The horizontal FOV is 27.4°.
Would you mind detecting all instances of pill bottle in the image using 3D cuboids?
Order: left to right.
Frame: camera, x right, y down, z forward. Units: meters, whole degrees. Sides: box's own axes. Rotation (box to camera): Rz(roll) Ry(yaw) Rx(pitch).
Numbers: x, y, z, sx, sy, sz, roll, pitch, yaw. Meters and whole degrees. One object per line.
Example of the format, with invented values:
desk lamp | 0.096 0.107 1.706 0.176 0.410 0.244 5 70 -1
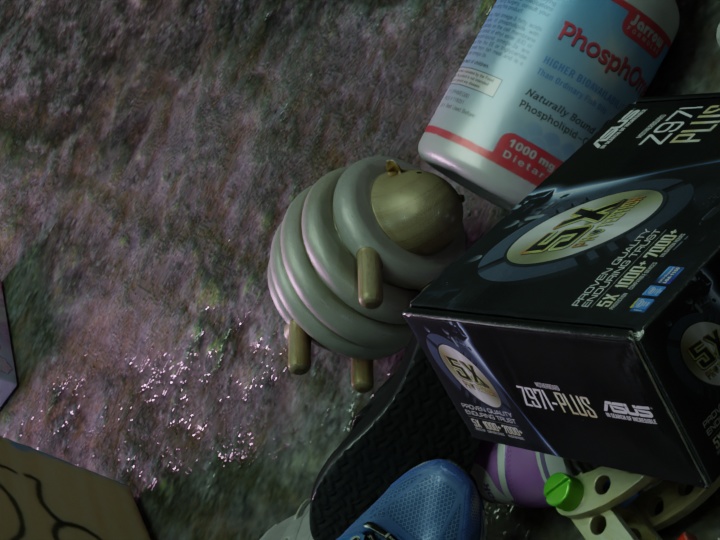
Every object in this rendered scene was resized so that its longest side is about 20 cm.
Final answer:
pill bottle | 0.127 -0.133 0.911 0.200 0.109 0.109 -62 32 2

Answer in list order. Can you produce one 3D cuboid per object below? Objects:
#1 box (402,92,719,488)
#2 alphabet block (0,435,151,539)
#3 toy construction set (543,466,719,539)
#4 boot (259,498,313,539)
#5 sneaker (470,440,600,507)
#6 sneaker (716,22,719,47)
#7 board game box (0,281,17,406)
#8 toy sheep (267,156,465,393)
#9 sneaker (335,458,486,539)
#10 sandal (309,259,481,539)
box | 0.151 -0.001 0.722 0.200 0.086 0.164 -41 24 -25
alphabet block | -0.272 0.260 1.099 0.196 0.195 0.200 -57 32 11
toy construction set | 0.156 0.135 0.698 0.131 0.092 0.200 -53 23 14
boot | -0.031 0.180 0.880 0.096 0.074 0.200 -48 7 15
sneaker | 0.100 0.038 0.858 0.114 0.073 0.201 -17 53 52
sneaker | 0.272 -0.122 0.755 0.105 0.076 0.200 -35 23 -9
board game box | -0.445 0.127 1.577 0.200 0.041 0.200 -50 34 17
toy sheep | 0.000 0.000 0.975 0.200 0.138 0.138 -39 38 42
sneaker | -0.005 0.177 0.758 0.079 0.089 0.200 32 70 22
sandal | 0.038 0.079 0.832 0.201 0.075 0.048 -59 11 17
